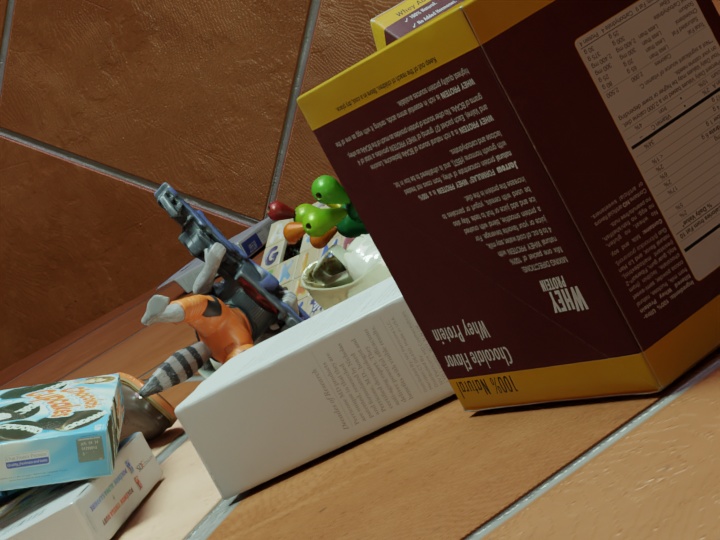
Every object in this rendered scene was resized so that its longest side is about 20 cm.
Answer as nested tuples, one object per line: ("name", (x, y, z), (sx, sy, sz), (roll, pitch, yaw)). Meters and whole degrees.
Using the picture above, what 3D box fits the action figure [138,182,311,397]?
("action figure", (-0.137, 0.030, 1.443), (0.105, 0.200, 0.193), (-44, 1, 24))

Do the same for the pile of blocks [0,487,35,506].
("pile of blocks", (-0.275, 0.155, 1.339), (0.199, 0.063, 0.082), (-11, -21, -46))

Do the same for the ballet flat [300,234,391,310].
("ballet flat", (0.000, 0.000, 1.561), (0.069, 0.070, 0.199), (-32, 6, -28))

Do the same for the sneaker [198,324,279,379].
("sneaker", (-0.122, 0.060, 1.603), (0.099, 0.075, 0.200), (-29, 6, -7))

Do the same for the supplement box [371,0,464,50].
("supplement box", (0.152, -0.174, 1.452), (0.196, 0.134, 0.200), (-32, 44, -16))

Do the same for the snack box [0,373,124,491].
("snack box", (-0.239, 0.120, 1.242), (0.115, 0.038, 0.200), (-8, 8, -5))

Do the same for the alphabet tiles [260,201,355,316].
("alphabet tiles", (-0.044, -0.014, 1.737), (0.199, 0.008, 0.169), (-25, 41, 41))

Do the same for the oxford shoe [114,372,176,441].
("oxford shoe", (-0.224, 0.146, 1.508), (0.073, 0.071, 0.200), (-54, 12, -26))

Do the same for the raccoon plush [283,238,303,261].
("raccoon plush", (-0.026, -0.020, 1.777), (0.133, 0.097, 0.200), (-36, 5, 12))

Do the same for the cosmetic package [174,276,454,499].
("cosmetic package", (-0.009, 0.063, 1.059), (0.199, 0.072, 0.101), (-27, 6, 23))

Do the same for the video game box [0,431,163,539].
("video game box", (-0.257, 0.202, 1.216), (0.199, 0.047, 0.182), (-28, 7, 11))

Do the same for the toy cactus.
("toy cactus", (0.017, -0.062, 1.591), (0.199, 0.164, 0.103), (-26, 51, 46))

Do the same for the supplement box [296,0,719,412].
("supplement box", (0.100, -0.050, 0.860), (0.132, 0.201, 0.197), (-32, 7, -25))

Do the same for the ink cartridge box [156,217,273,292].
("ink cartridge box", (-0.261, -0.021, 3.088), (0.199, 0.044, 0.196), (-30, 7, 24))
